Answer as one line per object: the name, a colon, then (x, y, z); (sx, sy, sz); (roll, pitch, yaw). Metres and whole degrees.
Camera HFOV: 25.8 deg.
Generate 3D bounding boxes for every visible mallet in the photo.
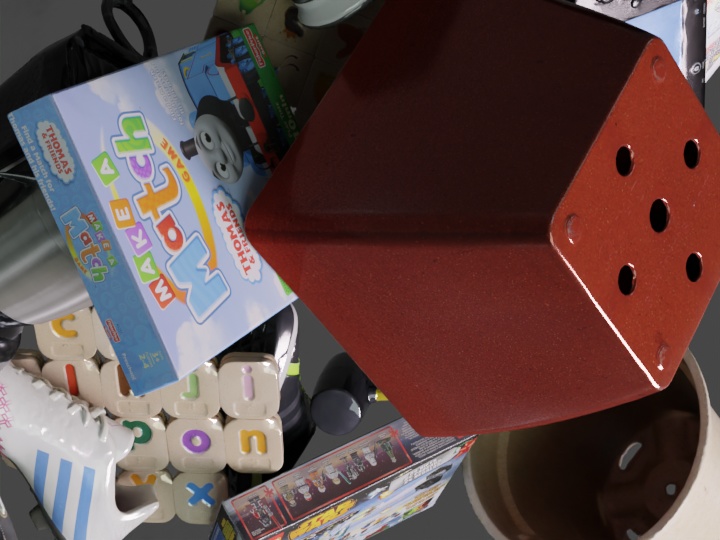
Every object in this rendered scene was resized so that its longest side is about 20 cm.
mallet: (0.060, 0.090, 1.101); (0.198, 0.066, 0.042); (2, 113, 19)

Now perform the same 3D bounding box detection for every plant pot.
plant pot: (0.094, -0.032, 0.863); (0.200, 0.175, 0.201); (50, 60, -35)
plant pot: (0.208, 0.150, 1.213); (0.200, 0.201, 0.183); (-43, 141, 12)

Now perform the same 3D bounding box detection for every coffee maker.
coffee maker: (-0.198, -0.036, 0.913); (0.199, 0.193, 0.135); (-29, 119, 26)

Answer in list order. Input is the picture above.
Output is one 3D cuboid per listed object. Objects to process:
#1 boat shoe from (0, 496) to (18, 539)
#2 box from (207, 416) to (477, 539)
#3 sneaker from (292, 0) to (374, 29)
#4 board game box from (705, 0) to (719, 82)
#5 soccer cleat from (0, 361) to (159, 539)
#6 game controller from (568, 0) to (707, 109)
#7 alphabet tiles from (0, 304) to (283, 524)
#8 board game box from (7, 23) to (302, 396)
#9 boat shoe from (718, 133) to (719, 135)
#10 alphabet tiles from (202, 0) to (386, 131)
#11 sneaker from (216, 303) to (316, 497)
boat shoe: (-0.275, 0.128, 1.009); (0.071, 0.201, 0.068); (-25, 178, 23)
box: (-0.018, 0.170, 1.152); (0.199, 0.040, 0.137); (-22, 157, -26)
sneaker: (0.017, -0.241, 0.892); (0.200, 0.076, 0.116); (-41, 118, -5)
board game box: (0.192, -0.167, 1.050); (0.126, 0.035, 0.201); (23, 114, -34)
soccer cleat: (-0.202, 0.101, 1.034); (0.086, 0.070, 0.201); (-27, 122, 1)
game controller: (0.180, -0.122, 1.028); (0.103, 0.042, 0.201); (-16, 130, -9)
alphabet tiles: (-0.152, 0.096, 1.068); (0.198, 0.015, 0.197); (1, 126, 5)
board game box: (-0.087, -0.040, 0.841); (0.036, 0.200, 0.152); (-19, 99, 31)
boat shoe: (0.293, -0.079, 1.135); (0.064, 0.073, 0.201); (18, 117, -27)
alphabet tiles: (-0.004, -0.102, 0.956); (0.198, 0.008, 0.169); (20, 91, -17)
sneaker: (-0.069, 0.092, 1.130); (0.082, 0.072, 0.201); (-19, 136, -42)
